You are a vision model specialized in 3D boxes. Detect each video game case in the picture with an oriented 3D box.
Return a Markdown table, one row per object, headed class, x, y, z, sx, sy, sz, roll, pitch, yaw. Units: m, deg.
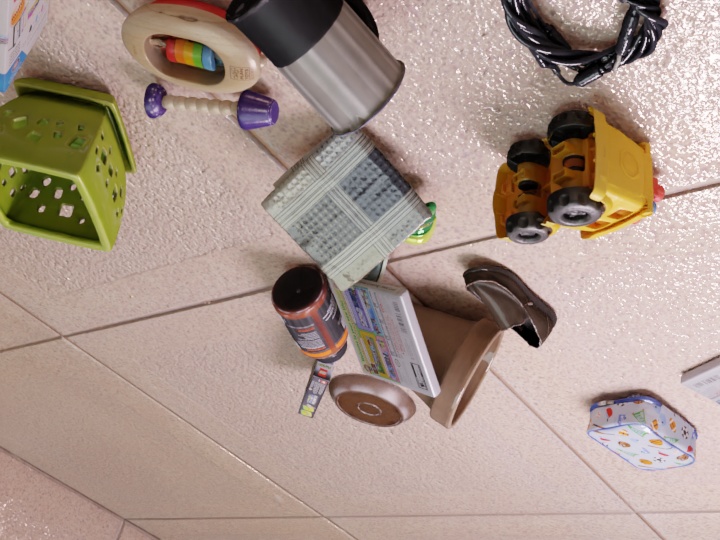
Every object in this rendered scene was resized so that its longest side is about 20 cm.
| class | x | y | z | sx | sy | sz | roll | pitch | yaw |
| --- | --- | --- | --- | --- | --- | --- | --- | --- | --- |
| video game case | 0.039 | 0.105 | 1.622 | 0.181 | 0.022 | 0.203 | 13 | 131 | 48 |
| video game case | 0.669 | 0.187 | 1.627 | 0.180 | 0.022 | 0.200 | 27 | 147 | -13 |

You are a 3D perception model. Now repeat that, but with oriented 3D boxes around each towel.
| class | x | y | z | sx | sy | sz | roll | pitch | yaw |
| --- | --- | --- | --- | --- | --- | --- | --- | --- | --- |
| towel | -0.022 | -0.093 | 1.434 | 0.199 | 0.035 | 0.193 | -39 | 102 | 24 |

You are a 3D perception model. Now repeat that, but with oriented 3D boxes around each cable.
| class | x | y | z | sx | sy | sz | roll | pitch | yaw |
| --- | --- | --- | --- | --- | --- | --- | --- | --- | --- |
| cable | 0.246 | -0.289 | 1.085 | 0.161 | 0.051 | 0.200 | -9 | 139 | 37 |

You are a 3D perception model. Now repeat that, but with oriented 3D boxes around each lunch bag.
| class | x | y | z | sx | sy | sz | roll | pitch | yaw |
| --- | --- | --- | --- | --- | --- | --- | --- | --- | --- |
| lunch bag | 0.523 | 0.305 | 1.834 | 0.199 | 0.077 | 0.159 | 35 | 147 | -27 |

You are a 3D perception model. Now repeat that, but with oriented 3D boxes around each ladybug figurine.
| class | x | y | z | sx | sy | sz | roll | pitch | yaw |
| --- | --- | --- | --- | --- | --- | --- | --- | --- | --- |
| ladybug figurine | -0.213 | -0.300 | 1.282 | 0.197 | 0.073 | 0.136 | 16 | 149 | 5 |

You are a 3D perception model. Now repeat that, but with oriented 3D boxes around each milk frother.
| class | x | y | z | sx | sy | sz | roll | pitch | yaw |
| --- | --- | --- | --- | --- | --- | --- | --- | --- | --- |
| milk frother | -0.011 | -0.290 | 1.092 | 0.198 | 0.182 | 0.188 | -11 | 135 | 48 |

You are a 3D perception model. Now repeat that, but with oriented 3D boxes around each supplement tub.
| class | x | y | z | sx | sy | sz | roll | pitch | yaw |
| --- | --- | --- | --- | --- | --- | --- | --- | --- | --- |
| supplement tub | -0.084 | 0.089 | 1.782 | 0.105 | 0.108 | 0.201 | 3 | 145 | 22 |

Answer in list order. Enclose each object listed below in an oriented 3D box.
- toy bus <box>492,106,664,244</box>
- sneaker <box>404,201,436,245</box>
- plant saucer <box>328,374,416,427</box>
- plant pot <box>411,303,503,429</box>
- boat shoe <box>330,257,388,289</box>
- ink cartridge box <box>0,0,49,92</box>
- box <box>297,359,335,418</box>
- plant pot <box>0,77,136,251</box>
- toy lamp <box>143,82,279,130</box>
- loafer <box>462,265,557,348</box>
| class | x | y | z | sx | sy | sz | roll | pitch | yaw |
| --- | --- | --- | --- | --- | --- | --- | --- | --- | --- |
| toy bus | 0.298 | -0.102 | 1.292 | 0.189 | 0.138 | 0.199 | 16 | 155 | -29 |
| sneaker | 0.026 | -0.114 | 1.466 | 0.197 | 0.074 | 0.085 | 25 | 116 | 3 |
| plant saucer | 0.022 | 0.287 | 2.105 | 0.197 | 0.032 | 0.201 | 14 | 147 | 9 |
| plant pot | 0.132 | 0.147 | 1.713 | 0.173 | 0.201 | 0.201 | 29 | 152 | 17 |
| boat shoe | 0.000 | 0.000 | 1.636 | 0.061 | 0.074 | 0.200 | 19 | 154 | -9 |
| ink cartridge box | -0.488 | -0.365 | 1.251 | 0.143 | 0.149 | 0.200 | 24 | 149 | -10 |
| box | -0.080 | 0.207 | 1.957 | 0.034 | 0.111 | 0.201 | 19 | 148 | -2 |
| plant pot | -0.458 | -0.171 | 1.501 | 0.195 | 0.184 | 0.201 | 12 | 148 | 9 |
| toy lamp | -0.212 | -0.234 | 1.399 | 0.196 | 0.059 | 0.059 | 6 | 147 | 19 |
| loafer | 0.246 | 0.061 | 1.601 | 0.199 | 0.072 | 0.073 | 33 | 146 | -22 |
